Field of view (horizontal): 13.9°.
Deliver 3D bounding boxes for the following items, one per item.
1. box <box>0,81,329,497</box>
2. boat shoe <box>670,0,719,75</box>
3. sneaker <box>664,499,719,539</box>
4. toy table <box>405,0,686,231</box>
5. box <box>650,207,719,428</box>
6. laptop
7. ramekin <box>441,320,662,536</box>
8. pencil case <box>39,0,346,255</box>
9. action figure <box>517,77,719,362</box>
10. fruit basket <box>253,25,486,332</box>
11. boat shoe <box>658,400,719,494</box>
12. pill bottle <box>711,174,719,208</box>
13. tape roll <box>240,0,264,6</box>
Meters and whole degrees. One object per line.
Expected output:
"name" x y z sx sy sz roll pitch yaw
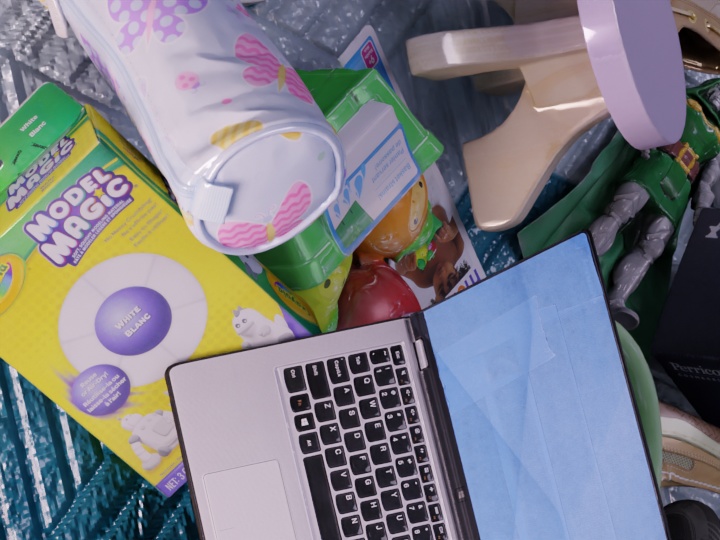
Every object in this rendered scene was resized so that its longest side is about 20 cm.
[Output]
"box" -0.122 0.009 1.442 0.117 0.048 0.200 -42 119 9
"boat shoe" 0.163 -0.151 1.759 0.199 0.074 0.070 2 79 -42
"sneaker" 0.149 0.182 1.683 0.200 0.066 0.091 -42 141 -37
"toy table" 0.103 -0.123 1.617 0.200 0.116 0.185 34 47 -68
"box" 0.285 0.060 1.759 0.200 0.147 0.105 47 58 -45
"laptop" 0.026 0.102 1.387 0.199 0.116 0.188 -11 75 -9
"ramekin" 0.067 0.114 1.555 0.200 0.097 0.201 -17 111 -51
"pencil case" -0.085 -0.098 1.430 0.090 0.083 0.200 6 37 -44
"action figure" 0.177 -0.049 1.775 0.118 0.055 0.200 50 49 -22
"fruit basket" 0.000 0.000 1.571 0.185 0.093 0.201 -46 118 -37
"boat shoe" 0.141 0.106 1.712 0.199 0.072 0.077 22 81 -29
"pill bottle" 0.322 -0.024 1.863 0.200 0.113 0.114 37 60 -33
"tape roll" -0.086 -0.237 1.562 0.202 0.037 0.204 8 79 -42
